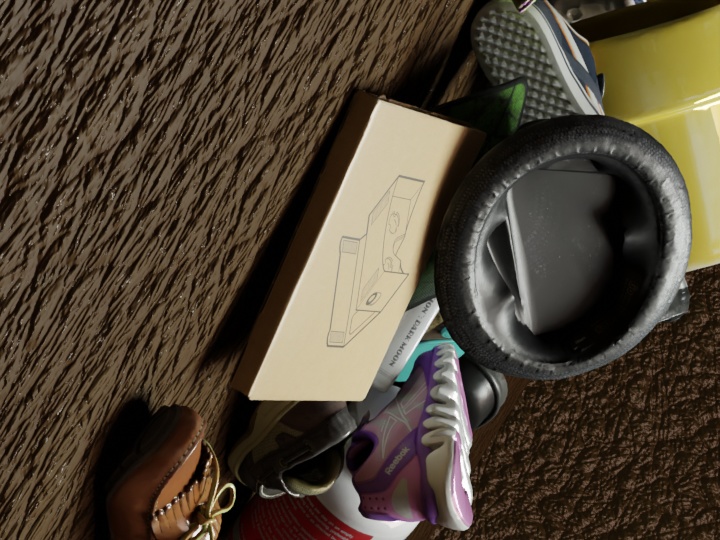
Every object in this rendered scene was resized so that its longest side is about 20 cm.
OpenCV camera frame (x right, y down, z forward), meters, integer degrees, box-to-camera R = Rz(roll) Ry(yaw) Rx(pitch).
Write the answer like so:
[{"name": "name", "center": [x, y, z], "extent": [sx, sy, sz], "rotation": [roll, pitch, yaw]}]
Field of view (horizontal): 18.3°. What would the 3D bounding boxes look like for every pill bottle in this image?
[{"name": "pill bottle", "center": [-0.018, 0.182, 1.721], "extent": [0.200, 0.112, 0.112], "rotation": [-52, 176, 35]}]

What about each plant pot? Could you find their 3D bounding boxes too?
[{"name": "plant pot", "center": [0.230, -0.103, 1.708], "extent": [0.201, 0.200, 0.190], "rotation": [-39, 116, -65]}]

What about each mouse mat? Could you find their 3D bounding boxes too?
[{"name": "mouse mat", "center": [0.043, -0.040, 1.501], "extent": [0.199, 0.008, 0.162], "rotation": [-22, 133, -49]}]

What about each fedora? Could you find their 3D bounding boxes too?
[{"name": "fedora", "center": [0.128, -0.028, 1.522], "extent": [0.201, 0.199, 0.092], "rotation": [-63, -155, 21]}]

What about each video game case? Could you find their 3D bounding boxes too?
[{"name": "video game case", "center": [0.048, 0.004, 1.689], "extent": [0.182, 0.023, 0.200], "rotation": [-59, -174, -2]}]

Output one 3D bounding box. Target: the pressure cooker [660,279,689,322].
[{"name": "pressure cooker", "center": [0.167, -0.031, 1.853], "extent": [0.178, 0.201, 0.176], "rotation": [-21, 177, 16]}]

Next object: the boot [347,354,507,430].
[{"name": "boot", "center": [0.022, 0.155, 1.874], "extent": [0.211, 0.079, 0.158], "rotation": [-34, -168, 45]}]

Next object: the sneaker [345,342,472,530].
[{"name": "sneaker", "center": [0.034, 0.118, 1.601], "extent": [0.200, 0.088, 0.081], "rotation": [-81, 158, -64]}]

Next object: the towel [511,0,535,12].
[{"name": "towel", "center": [0.160, -0.257, 1.459], "extent": [0.200, 0.023, 0.144], "rotation": [-49, -171, 10]}]

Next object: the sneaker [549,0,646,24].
[{"name": "sneaker", "center": [0.200, -0.222, 1.891], "extent": [0.201, 0.080, 0.147], "rotation": [74, 19, -50]}]

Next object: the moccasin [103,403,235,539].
[{"name": "moccasin", "center": [-0.111, 0.145, 1.325], "extent": [0.074, 0.077, 0.202], "rotation": [-52, 168, -37]}]

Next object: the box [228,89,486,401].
[{"name": "box", "center": [0.001, -0.010, 1.426], "extent": [0.163, 0.021, 0.201], "rotation": [8, 108, -62]}]

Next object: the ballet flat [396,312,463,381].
[{"name": "ballet flat", "center": [0.067, 0.031, 1.752], "extent": [0.071, 0.071, 0.200], "rotation": [-54, -174, -28]}]

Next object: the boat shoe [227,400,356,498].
[{"name": "boat shoe", "center": [-0.045, 0.129, 1.579], "extent": [0.071, 0.066, 0.201], "rotation": [-26, 163, -21]}]

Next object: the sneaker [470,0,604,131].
[{"name": "sneaker", "center": [0.141, -0.109, 1.592], "extent": [0.079, 0.078, 0.201], "rotation": [-55, 128, -62]}]
